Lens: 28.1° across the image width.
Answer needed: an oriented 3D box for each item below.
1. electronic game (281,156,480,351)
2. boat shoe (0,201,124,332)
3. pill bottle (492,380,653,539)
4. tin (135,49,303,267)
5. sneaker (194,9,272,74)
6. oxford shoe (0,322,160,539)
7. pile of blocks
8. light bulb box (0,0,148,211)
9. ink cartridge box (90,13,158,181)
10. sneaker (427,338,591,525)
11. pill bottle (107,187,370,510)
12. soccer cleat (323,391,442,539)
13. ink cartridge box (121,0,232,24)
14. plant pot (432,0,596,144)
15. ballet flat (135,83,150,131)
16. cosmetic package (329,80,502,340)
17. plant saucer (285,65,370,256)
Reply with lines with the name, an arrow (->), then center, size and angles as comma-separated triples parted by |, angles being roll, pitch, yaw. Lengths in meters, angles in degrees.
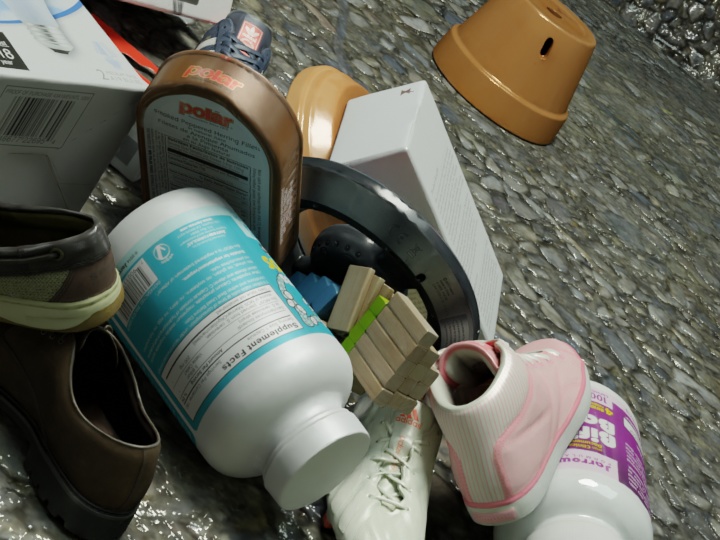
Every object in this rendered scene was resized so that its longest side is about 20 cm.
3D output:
electronic game -> 0.000, 0.000, 1.038 | 0.199, 0.200, 0.042 | 40, 60, 3
boat shoe -> -0.225, -0.018, 0.787 | 0.197, 0.066, 0.073 | 7, 31, 6
pill bottle -> 0.150, 0.169, 1.020 | 0.112, 0.113, 0.201 | 34, 24, -9
tin -> -0.095, -0.062, 0.973 | 0.110, 0.201, 0.042 | 18, 53, 10
sneaker -> -0.112, -0.180, 1.258 | 0.075, 0.085, 0.200 | 33, 13, -22
oxford shoe -> -0.172, 0.049, 0.815 | 0.200, 0.085, 0.072 | 47, 27, 23
pile of blocks -> -0.006, 0.044, 0.985 | 0.062, 0.083, 0.199 | 30, -10, -40
light bulb box -> -0.281, -0.143, 0.946 | 0.200, 0.125, 0.197 | 50, 27, 22
ink cartridge box -> -0.198, -0.163, 1.194 | 0.160, 0.047, 0.200 | 39, 25, 1
sneaker -> 0.103, 0.075, 0.992 | 0.106, 0.074, 0.201 | 65, 29, -19
pill bottle -> -0.079, 0.052, 0.907 | 0.201, 0.111, 0.110 | 50, 27, 24
soccer cleat -> 0.020, 0.128, 0.952 | 0.069, 0.078, 0.201 | 31, 25, -14
ink cartridge box -> -0.194, -0.277, 1.324 | 0.115, 0.068, 0.199 | 21, 10, 38
plant pot -> 0.212, -0.283, 1.871 | 0.199, 0.141, 0.201 | 30, 25, -16
ballet flat -> -0.131, -0.118, 1.064 | 0.070, 0.070, 0.200 | 0, 13, -6
cosmetic package -> 0.048, -0.035, 1.146 | 0.102, 0.070, 0.202 | -74, 146, -52
plant saucer -> -0.005, -0.070, 1.178 | 0.200, 0.037, 0.203 | -11, 90, -67
